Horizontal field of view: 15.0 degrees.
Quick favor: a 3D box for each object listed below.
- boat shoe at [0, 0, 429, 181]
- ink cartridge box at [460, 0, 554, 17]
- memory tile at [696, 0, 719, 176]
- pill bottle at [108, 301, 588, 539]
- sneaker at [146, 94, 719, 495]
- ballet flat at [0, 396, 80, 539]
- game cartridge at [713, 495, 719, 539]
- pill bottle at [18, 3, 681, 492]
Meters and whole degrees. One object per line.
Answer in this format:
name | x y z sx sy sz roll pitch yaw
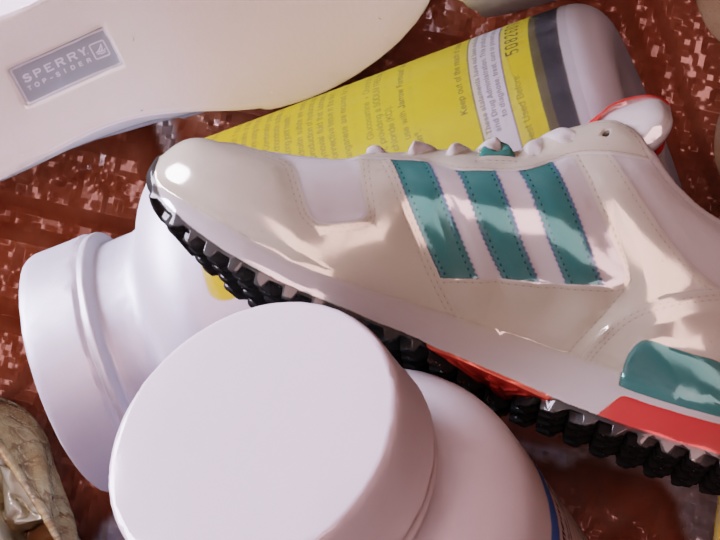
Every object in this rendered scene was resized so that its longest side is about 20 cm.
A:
boat shoe | -0.067 -0.078 0.890 0.200 0.069 0.072 -24 107 18
ink cartridge box | 0.047 -0.188 0.826 0.084 0.146 0.201 -12 88 12
memory tile | 0.177 -0.023 0.792 0.153 0.017 0.201 -10 80 22
pill bottle | 0.011 0.097 0.757 0.112 0.200 0.113 -15 50 19
sneaker | 0.042 -0.011 0.762 0.199 0.070 0.094 22 81 9
ballet flat | -0.106 0.124 0.870 0.070 0.065 0.200 -41 62 15
game cartridge | 0.192 0.092 0.809 0.176 0.032 0.201 5 65 12
pill bottle | 0.000 0.000 0.852 0.199 0.112 0.112 -19 86 12
